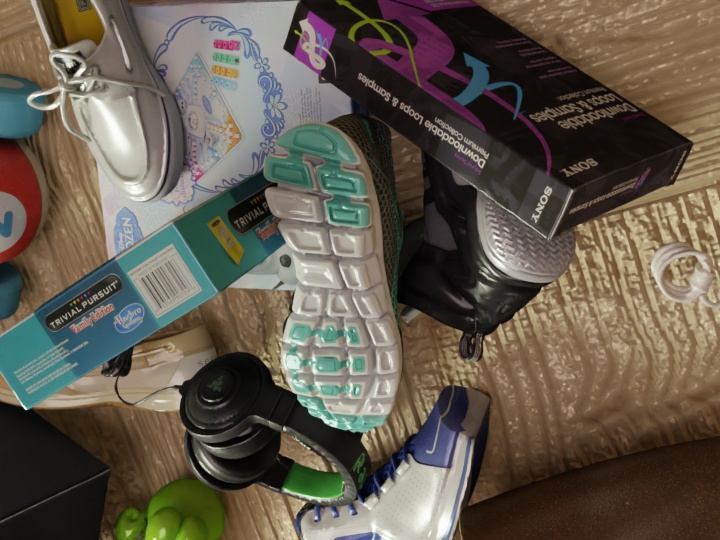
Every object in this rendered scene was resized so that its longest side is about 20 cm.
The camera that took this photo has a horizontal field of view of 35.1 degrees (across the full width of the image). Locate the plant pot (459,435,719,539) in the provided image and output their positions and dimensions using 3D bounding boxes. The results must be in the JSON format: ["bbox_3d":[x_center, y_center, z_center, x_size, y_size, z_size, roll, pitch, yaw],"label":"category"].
[{"bbox_3d":[0.195,0.190,0.721,0.200,0.187,0.187,-30,95,10],"label":"plant pot"}]

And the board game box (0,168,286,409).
[{"bbox_3d":[-0.111,-0.003,0.696,0.151,0.200,0.047,-30,96,25],"label":"board game box"}]

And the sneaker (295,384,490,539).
[{"bbox_3d":[0.015,0.171,0.818,0.115,0.081,0.200,20,113,10],"label":"sneaker"}]

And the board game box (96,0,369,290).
[{"bbox_3d":[-0.091,-0.087,0.796,0.198,0.043,0.201,2,107,18],"label":"board game box"}]

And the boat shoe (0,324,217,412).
[{"bbox_3d":[-0.199,0.067,0.871,0.199,0.074,0.070,-1,98,15],"label":"boat shoe"}]

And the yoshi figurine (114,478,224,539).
[{"bbox_3d":[-0.155,0.242,0.908,0.112,0.112,0.200,63,140,38],"label":"yoshi figurine"}]

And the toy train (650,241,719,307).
[{"bbox_3d":[0.272,-0.050,0.678,0.150,0.056,0.200,35,111,8],"label":"toy train"}]

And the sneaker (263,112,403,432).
[{"bbox_3d":[0.000,0.000,0.667,0.077,0.091,0.201,9,119,21],"label":"sneaker"}]

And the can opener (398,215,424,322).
[{"bbox_3d":[0.091,-0.037,0.743,0.200,0.053,0.067,-40,91,24],"label":"can opener"}]

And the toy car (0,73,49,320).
[{"bbox_3d":[-0.344,-0.048,0.811,0.176,0.200,0.185,19,112,13],"label":"toy car"}]

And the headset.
[{"bbox_3d":[-0.083,0.092,0.781,0.199,0.094,0.124,22,150,7],"label":"headset"}]

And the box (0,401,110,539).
[{"bbox_3d":[-0.313,0.204,0.891,0.200,0.123,0.199,29,120,27],"label":"box"}]

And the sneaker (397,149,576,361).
[{"bbox_3d":[0.057,-0.040,0.699,0.075,0.200,0.114,9,131,-25],"label":"sneaker"}]

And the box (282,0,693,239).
[{"bbox_3d":[0.074,-0.100,0.649,0.200,0.143,0.036,40,127,24],"label":"box"}]

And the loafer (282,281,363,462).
[{"bbox_3d":[-0.032,0.059,0.779,0.063,0.072,0.201,15,135,17],"label":"loafer"}]

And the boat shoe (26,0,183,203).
[{"bbox_3d":[-0.178,-0.136,0.741,0.074,0.086,0.203,-9,103,22],"label":"boat shoe"}]
